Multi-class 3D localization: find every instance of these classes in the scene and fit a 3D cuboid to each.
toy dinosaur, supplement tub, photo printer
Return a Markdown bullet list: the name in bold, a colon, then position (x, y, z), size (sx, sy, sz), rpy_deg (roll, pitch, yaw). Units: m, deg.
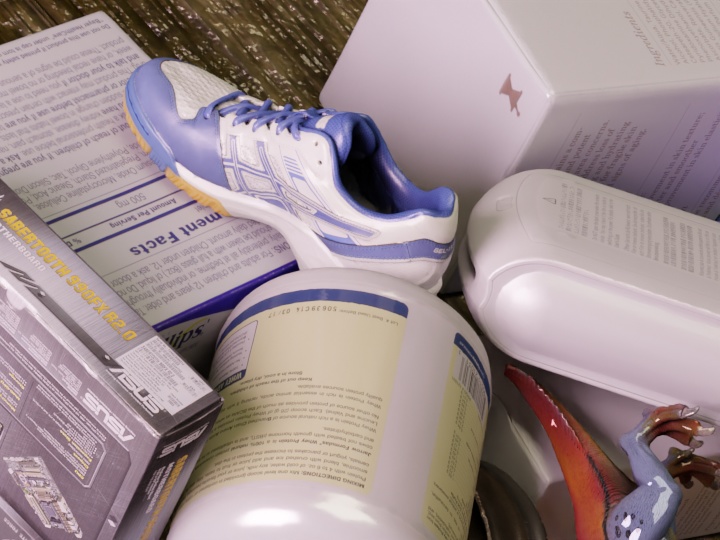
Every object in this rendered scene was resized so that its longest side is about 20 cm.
- **toy dinosaur**: position (0.140, 0.168, 1.448), size (0.199, 0.105, 0.182), rpy_deg (16, 63, 15)
- **supplement tub**: position (-0.017, 0.114, 1.411), size (0.144, 0.145, 0.201), rpy_deg (21, 48, -9)
- **photo printer**: position (0.149, 0.013, 1.529), size (0.199, 0.070, 0.167), rpy_deg (18, 21, -1)

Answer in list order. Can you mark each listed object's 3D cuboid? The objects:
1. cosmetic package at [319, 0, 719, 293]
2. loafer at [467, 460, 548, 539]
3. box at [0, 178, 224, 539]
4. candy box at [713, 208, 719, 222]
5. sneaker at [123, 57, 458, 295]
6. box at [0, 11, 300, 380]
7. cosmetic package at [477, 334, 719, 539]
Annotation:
- **cosmetic package**: position (0.118, -0.109, 1.711), size (0.199, 0.168, 0.167), rpy_deg (-7, 52, -35)
- **loafer**: position (0.058, 0.177, 1.450), size (0.071, 0.073, 0.201), rpy_deg (7, 44, -25)
- **box**: position (-0.170, 0.055, 1.385), size (0.200, 0.159, 0.048), rpy_deg (43, 44, 18)
- **candy box**: position (0.276, -0.034, 1.695), size (0.077, 0.201, 0.170), rpy_deg (14, 42, -16)
- **sneaker**: position (-0.031, -0.061, 1.480), size (0.199, 0.088, 0.075), rpy_deg (36, 41, 10)
- **box**: position (-0.152, -0.018, 1.512), size (0.200, 0.105, 0.183), rpy_deg (45, 42, 20)
- **cosmetic package**: position (0.140, 0.089, 1.580), size (0.199, 0.085, 0.108), rpy_deg (-6, 50, -32)
